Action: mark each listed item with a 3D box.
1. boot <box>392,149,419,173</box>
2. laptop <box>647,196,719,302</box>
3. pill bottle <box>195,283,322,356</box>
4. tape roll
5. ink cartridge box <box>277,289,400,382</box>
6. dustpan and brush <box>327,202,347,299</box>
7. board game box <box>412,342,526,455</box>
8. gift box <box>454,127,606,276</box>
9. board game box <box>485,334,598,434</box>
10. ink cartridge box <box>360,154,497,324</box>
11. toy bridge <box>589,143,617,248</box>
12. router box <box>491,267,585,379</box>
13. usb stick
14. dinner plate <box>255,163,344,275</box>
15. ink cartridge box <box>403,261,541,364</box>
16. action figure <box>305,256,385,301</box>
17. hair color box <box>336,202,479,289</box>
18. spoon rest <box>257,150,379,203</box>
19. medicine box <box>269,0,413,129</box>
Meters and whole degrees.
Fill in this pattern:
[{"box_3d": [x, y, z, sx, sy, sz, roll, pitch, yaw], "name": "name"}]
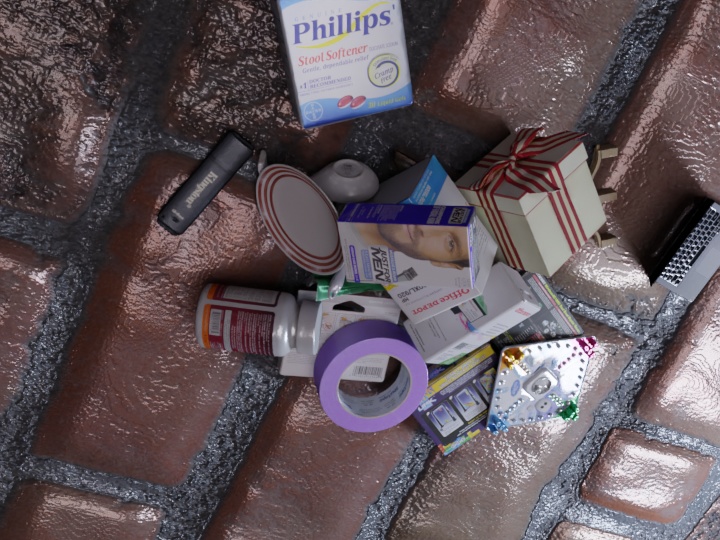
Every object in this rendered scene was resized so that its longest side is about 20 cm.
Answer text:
[{"box_3d": [0.106, -0.115, 1.463, 0.200, 0.075, 0.097, 38, 99, -28], "name": "boot"}, {"box_3d": [0.640, -0.030, 1.611, 0.199, 0.116, 0.188, 26, 107, -23], "name": "laptop"}, {"box_3d": [-0.168, 0.086, 1.442, 0.199, 0.110, 0.110, 7, 114, 4], "name": "pill bottle"}, {"box_3d": [0.018, 0.191, 1.544, 0.199, 0.066, 0.201, -5, 118, -10], "name": "tape roll"}, {"box_3d": [-0.037, 0.112, 1.552, 0.199, 0.045, 0.177, 6, 114, -17], "name": "ink cartridge box"}, {"box_3d": [-0.008, -0.038, 1.444, 0.139, 0.201, 0.057, 40, 141, -27], "name": "dustpan and brush"}, {"box_3d": [0.197, 0.240, 1.664, 0.200, 0.057, 0.166, -34, 116, 3], "name": "board game box"}, {"box_3d": [0.291, -0.124, 1.418, 0.185, 0.200, 0.187, -44, 122, -24], "name": "gift box"}, {"box_3d": [0.349, 0.222, 1.645, 0.199, 0.026, 0.201, -6, 123, -18], "name": "board game box"}, {"box_3d": [0.101, -0.048, 1.392, 0.147, 0.145, 0.200, -26, 112, 35], "name": "ink cartridge box"}, {"box_3d": [0.431, -0.134, 1.560, 0.067, 0.027, 0.201, -12, 117, -7], "name": "toy bridge"}, {"box_3d": [0.308, 0.086, 1.614, 0.150, 0.062, 0.200, -37, 118, 6], "name": "router box"}, {"box_3d": [-0.251, -0.140, 1.387, 0.055, 0.033, 0.200, 38, 102, -27], "name": "usb stick"}, {"box_3d": [-0.091, -0.083, 1.374, 0.024, 0.200, 0.201, -39, 125, -35], "name": "dinner plate"}, {"box_3d": [0.194, 0.077, 1.475, 0.200, 0.084, 0.145, -33, 162, 15], "name": "ink cartridge box"}, {"box_3d": [0.000, 0.000, 1.491, 0.199, 0.055, 0.119, 3, 78, -29], "name": "action figure"}, {"box_3d": [0.072, -0.037, 1.277, 0.199, 0.065, 0.110, 2, 123, 18], "name": "hair color box"}, {"box_3d": [-0.068, -0.151, 1.404, 0.199, 0.100, 0.061, 9, 134, -2], "name": "spoon rest"}, {"box_3d": [-0.029, -0.341, 1.307, 0.181, 0.103, 0.201, -14, 118, -7], "name": "medicine box"}]
